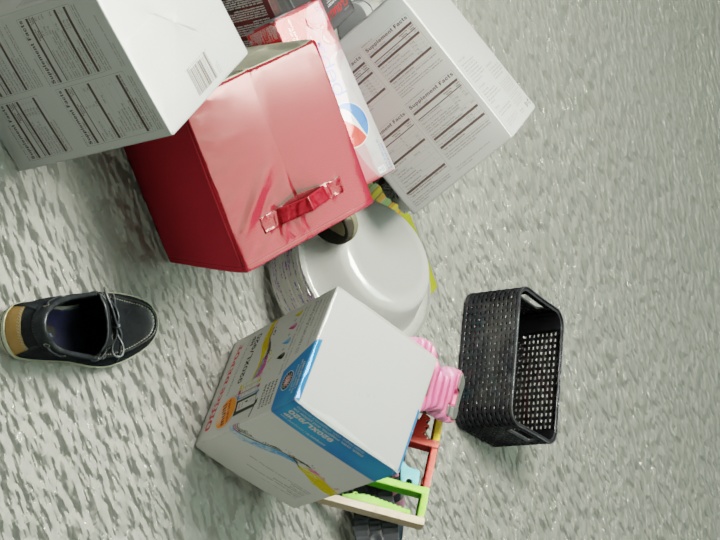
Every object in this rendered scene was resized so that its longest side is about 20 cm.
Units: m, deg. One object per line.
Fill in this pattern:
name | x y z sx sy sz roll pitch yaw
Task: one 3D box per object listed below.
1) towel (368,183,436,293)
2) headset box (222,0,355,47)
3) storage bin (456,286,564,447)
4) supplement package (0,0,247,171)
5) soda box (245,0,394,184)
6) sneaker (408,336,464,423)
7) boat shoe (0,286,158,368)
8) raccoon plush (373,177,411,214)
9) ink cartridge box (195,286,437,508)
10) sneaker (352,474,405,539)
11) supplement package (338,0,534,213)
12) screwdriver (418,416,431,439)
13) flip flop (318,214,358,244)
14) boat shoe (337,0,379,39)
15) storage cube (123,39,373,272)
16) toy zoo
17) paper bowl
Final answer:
towel | 0.043 -0.041 1.892 0.086 0.018 0.201 -46 122 -43
headset box | -0.095 -0.325 1.619 0.149 0.077 0.201 -50 124 -45
storage bin | 0.211 0.137 2.032 0.135 0.093 0.201 32 57 -48
supplement package | -0.244 -0.208 1.337 0.151 0.199 0.152 62 39 -25
soda box | -0.042 -0.181 1.542 0.070 0.063 0.201 -31 102 -30
sneaker | 0.050 0.124 1.671 0.200 0.095 0.079 46 60 -60
boat shoe | -0.257 0.055 1.390 0.200 0.062 0.075 2 80 -57
raccoon plush | 0.013 -0.161 1.776 0.200 0.097 0.134 50 40 -4
ink cartridge box | -0.049 0.139 1.528 0.144 0.200 0.148 36 53 -21
sneaker | 0.022 0.264 1.770 0.082 0.070 0.201 79 15 -62
supplement package | 0.069 -0.203 1.641 0.200 0.150 0.152 51 24 -4
screwdriver | 0.058 0.153 1.854 0.201 0.029 0.028 57 41 -24
flip flop | -0.064 -0.114 1.627 0.057 0.081 0.200 -34 68 -28
boat shoe | 0.027 -0.251 1.866 0.066 0.072 0.201 -22 93 -50
storage cube | -0.122 -0.119 1.476 0.170 0.200 0.181 -30 108 -28
toy zoo | 0.031 0.200 1.740 0.020 0.130 0.201 112 -8 -61
paper bowl | 0.000 0.000 1.688 0.200 0.104 0.202 22 54 -33
